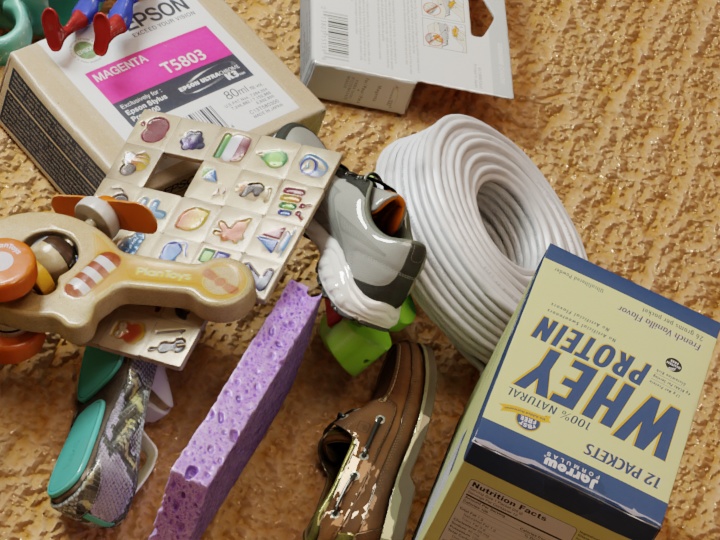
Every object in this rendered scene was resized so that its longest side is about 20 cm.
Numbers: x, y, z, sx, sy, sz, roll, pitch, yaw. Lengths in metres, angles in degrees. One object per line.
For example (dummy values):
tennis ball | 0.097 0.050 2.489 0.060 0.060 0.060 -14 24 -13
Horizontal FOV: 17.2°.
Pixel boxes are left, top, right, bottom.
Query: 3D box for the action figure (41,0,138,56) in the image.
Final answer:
action figure | -0.180 -0.248 1.824 0.065 0.100 0.200 9 29 14

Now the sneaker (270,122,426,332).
sneaker | -0.006 -0.044 1.703 0.074 0.080 0.201 19 27 -41

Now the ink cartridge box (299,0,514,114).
ink cartridge box | 0.036 -0.215 2.007 0.172 0.044 0.201 11 47 -13

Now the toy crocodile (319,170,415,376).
toy crocodile | 0.000 0.000 1.771 0.062 0.067 0.201 38 37 -31

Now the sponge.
sponge | -0.086 0.108 1.623 0.030 0.112 0.201 26 45 5

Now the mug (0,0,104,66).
mug | -0.269 -0.258 1.841 0.113 0.153 0.185 14 26 13

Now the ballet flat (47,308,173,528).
ballet flat | -0.166 0.098 1.644 0.071 0.072 0.201 17 46 -7

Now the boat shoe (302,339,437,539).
boat shoe | 0.007 0.122 1.675 0.067 0.072 0.201 18 46 -6

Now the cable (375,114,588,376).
cable | 0.094 -0.021 1.789 0.200 0.069 0.201 41 34 -26

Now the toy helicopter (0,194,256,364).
toy helicopter | -0.167 -0.002 1.631 0.198 0.079 0.133 7 46 7

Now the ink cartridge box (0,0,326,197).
ink cartridge box | -0.153 -0.122 1.828 0.199 0.075 0.165 -28 66 -36

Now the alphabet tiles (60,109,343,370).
alphabet tiles | -0.125 -0.022 1.671 0.166 0.008 0.201 14 59 23

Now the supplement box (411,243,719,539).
supplement box | 0.131 0.135 1.623 0.133 0.200 0.201 24 46 1
